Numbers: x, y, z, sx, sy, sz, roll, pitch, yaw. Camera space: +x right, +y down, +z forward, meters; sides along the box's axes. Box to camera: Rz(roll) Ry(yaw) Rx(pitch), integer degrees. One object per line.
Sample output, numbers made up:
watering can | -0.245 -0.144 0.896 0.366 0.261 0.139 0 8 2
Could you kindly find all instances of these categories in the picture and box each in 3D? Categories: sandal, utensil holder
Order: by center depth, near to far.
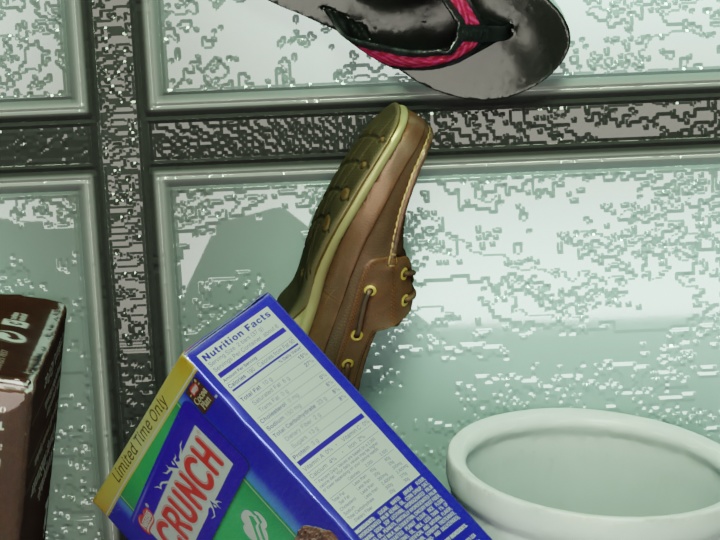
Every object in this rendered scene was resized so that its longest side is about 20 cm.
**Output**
sandal | 0.020 -0.146 1.420 0.199 0.045 0.075 21 104 -5
utensil holder | 0.126 0.200 1.450 0.169 0.170 0.201 3 108 0

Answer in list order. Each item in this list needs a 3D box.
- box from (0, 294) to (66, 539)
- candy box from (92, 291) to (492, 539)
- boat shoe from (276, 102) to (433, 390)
box | -0.260 0.122 1.432 0.163 0.166 0.201 6 105 -2
candy box | -0.037 0.141 1.411 0.200 0.077 0.169 47 141 12
boat shoe | 0.000 0.001 1.450 0.067 0.072 0.201 21 110 -10
